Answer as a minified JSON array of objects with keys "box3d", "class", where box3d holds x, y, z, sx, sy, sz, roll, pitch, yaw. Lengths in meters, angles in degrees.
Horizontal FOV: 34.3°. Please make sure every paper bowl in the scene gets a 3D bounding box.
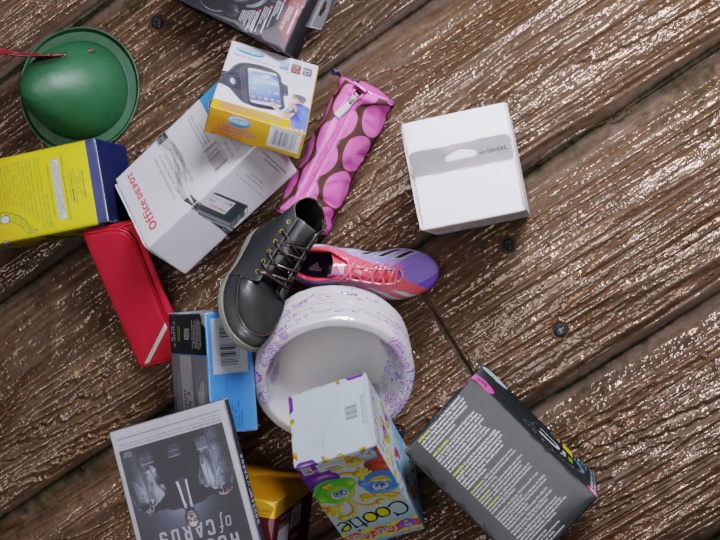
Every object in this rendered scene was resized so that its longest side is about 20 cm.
[{"box3d":[-0.035,0.106,1.443,0.197,0.105,0.203,-3,128,-4],"class":"paper bowl"}]

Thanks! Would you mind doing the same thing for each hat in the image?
[{"box3d":[-0.406,-0.240,1.493,0.196,0.176,0.169,-9,89,10],"class":"hat"}]

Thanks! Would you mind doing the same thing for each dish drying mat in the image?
[{"box3d":[-0.291,0.033,1.514,0.076,0.018,0.203,-11,115,16],"class":"dish drying mat"}]

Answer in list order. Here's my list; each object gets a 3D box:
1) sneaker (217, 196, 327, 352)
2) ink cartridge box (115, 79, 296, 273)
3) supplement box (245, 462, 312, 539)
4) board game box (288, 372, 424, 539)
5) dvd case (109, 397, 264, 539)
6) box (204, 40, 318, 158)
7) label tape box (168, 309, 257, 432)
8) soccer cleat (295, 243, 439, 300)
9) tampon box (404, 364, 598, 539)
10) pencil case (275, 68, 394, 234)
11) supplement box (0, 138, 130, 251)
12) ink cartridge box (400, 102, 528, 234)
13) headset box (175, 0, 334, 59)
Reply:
[{"box3d":[-0.103,-0.004,1.368,0.074,0.202,0.106,34,130,-23],"class":"sneaker"},{"box3d":[-0.199,-0.120,1.475,0.199,0.084,0.145,-41,49,9],"class":"ink cartridge box"},{"box3d":[-0.151,0.358,1.446,0.130,0.197,0.204,7,91,11],"class":"supplement box"},{"box3d":[-0.003,0.234,1.408,0.101,0.201,0.106,-17,46,10],"class":"board game box"},{"box3d":[-0.196,0.265,1.342,0.148,0.025,0.203,-16,86,11],"class":"dvd case"},{"box3d":[-0.117,-0.219,1.434,0.117,0.202,0.042,15,128,-7],"class":"box"},{"box3d":[-0.198,0.123,1.455,0.065,0.199,0.146,-4,90,-30],"class":"label tape box"},{"box3d":[0.000,0.000,1.475,0.196,0.076,0.068,6,92,10],"class":"soccer cleat"},{"box3d":[0.173,0.233,1.410,0.200,0.150,0.126,44,98,6],"class":"tampon box"},{"box3d":[-0.036,-0.144,1.470,0.090,0.094,0.203,25,97,-1],"class":"pencil case"},{"box3d":[-0.409,-0.096,1.531,0.196,0.109,0.112,-10,89,11],"class":"supplement box"},{"box3d":[0.127,-0.117,1.387,0.126,0.200,0.128,-11,89,10],"class":"ink cartridge box"},{"box3d":[-0.127,-0.374,1.492,0.198,0.077,0.151,26,95,8],"class":"headset box"}]
